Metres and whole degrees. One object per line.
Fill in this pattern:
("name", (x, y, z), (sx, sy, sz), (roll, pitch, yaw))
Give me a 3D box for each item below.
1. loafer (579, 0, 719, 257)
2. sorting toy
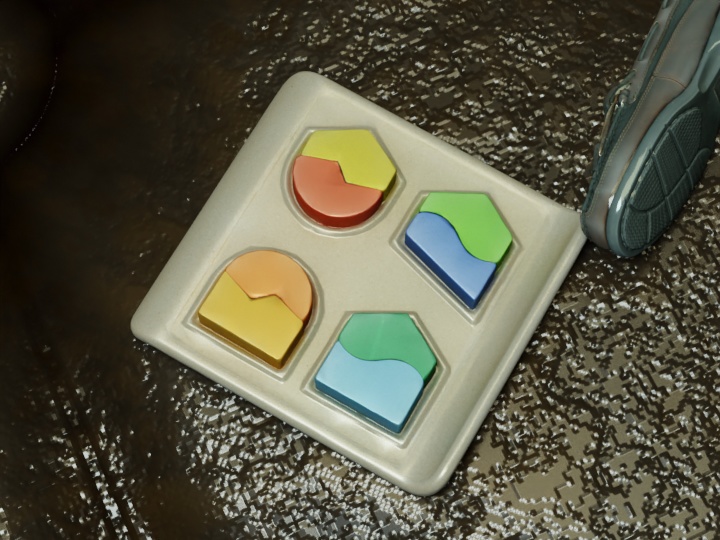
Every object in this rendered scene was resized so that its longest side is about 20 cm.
("loafer", (0.167, -0.092, 1.141), (0.063, 0.072, 0.200), (18, 61, 31))
("sorting toy", (0.000, 0.000, 1.119), (0.199, 0.037, 0.186), (27, 71, 13))
